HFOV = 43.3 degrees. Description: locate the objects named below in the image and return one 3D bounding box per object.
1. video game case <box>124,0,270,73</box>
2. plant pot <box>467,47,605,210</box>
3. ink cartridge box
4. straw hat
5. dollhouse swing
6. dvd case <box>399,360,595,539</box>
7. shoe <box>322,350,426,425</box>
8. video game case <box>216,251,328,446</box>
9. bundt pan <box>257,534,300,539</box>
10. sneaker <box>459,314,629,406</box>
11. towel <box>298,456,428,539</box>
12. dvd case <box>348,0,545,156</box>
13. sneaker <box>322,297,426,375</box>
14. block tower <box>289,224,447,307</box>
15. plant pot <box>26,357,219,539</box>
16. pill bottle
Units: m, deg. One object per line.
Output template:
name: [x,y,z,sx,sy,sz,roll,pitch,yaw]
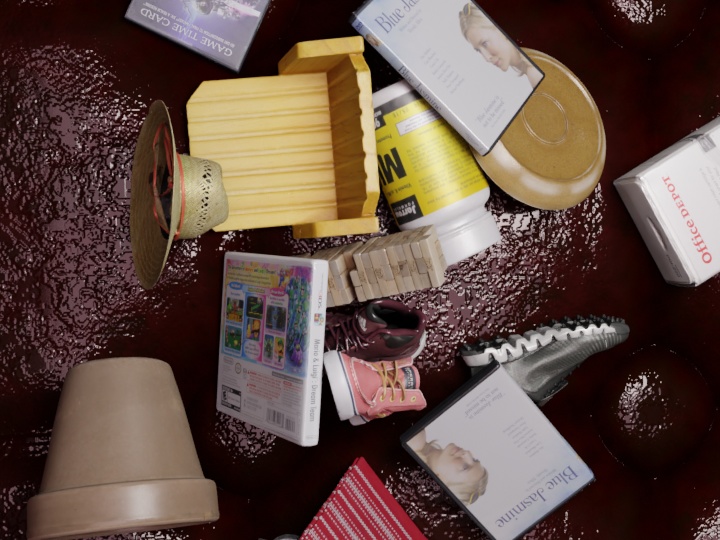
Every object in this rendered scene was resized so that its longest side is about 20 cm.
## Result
video game case: [-0.163,-0.348,1.034,0.141,0.019,0.202,24,91,-5]
plant pot: [0.202,-0.167,1.020,0.198,0.027,0.203,10,67,-24]
ink cartridge box: [0.420,-0.093,1.059,0.198,0.085,0.147,-31,94,-5]
straw hat: [-0.185,-0.078,0.972,0.084,0.200,0.204,1,92,-27]
dollhouse swing: [-0.091,-0.134,0.982,0.173,0.182,0.203,-5,93,-15]
dvd case: [0.158,0.215,1.036,0.142,0.018,0.200,-40,110,7]
shoe: [0.018,0.119,0.974,0.090,0.200,0.072,-17,72,2]
video game case: [-0.099,0.076,0.971,0.023,0.199,0.185,3,92,-34]
bundt pan: [-0.086,0.394,1.034,0.199,0.076,0.205,0,92,-6]
sneaker: [0.219,0.109,1.060,0.197,0.066,0.092,-13,96,-1]
towel: [-0.003,0.318,0.999,0.022,0.200,0.145,-34,97,38]
dvd case: [0.097,-0.235,0.965,0.200,0.018,0.143,43,59,-7]
sneaker: [-0.019,0.065,1.004,0.197,0.116,0.077,-9,70,-9]
block tower: [0.000,0.000,0.993,0.198,0.058,0.055,-11,108,29]
plant pot: [-0.253,0.190,0.974,0.197,0.200,0.177,-4,73,-5]
pill bottle: [0.077,-0.110,1.014,0.113,0.114,0.202,-24,93,-4]
